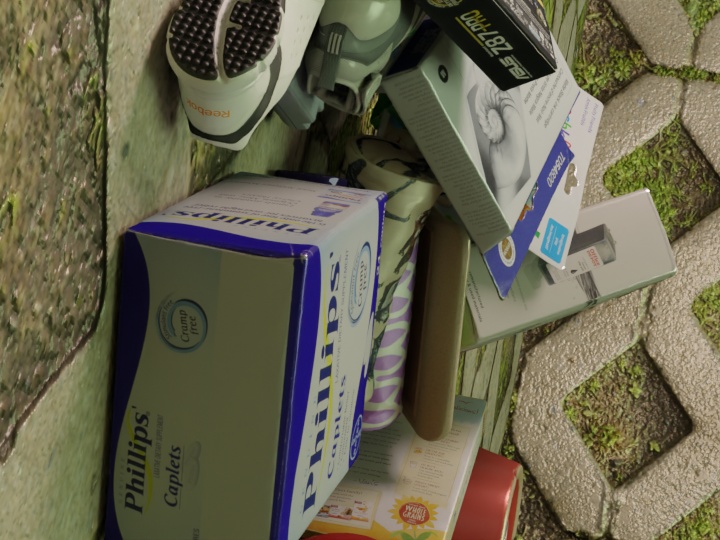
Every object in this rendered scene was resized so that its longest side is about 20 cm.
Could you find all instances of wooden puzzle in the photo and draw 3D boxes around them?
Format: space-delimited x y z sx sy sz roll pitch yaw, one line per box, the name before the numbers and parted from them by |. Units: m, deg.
wooden puzzle | 0.043 0.021 1.297 0.200 0.037 0.186 -136 -133 -62

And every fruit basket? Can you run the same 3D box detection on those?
fruit basket | 0.114 -0.124 1.261 0.094 0.199 0.186 -39 -154 53

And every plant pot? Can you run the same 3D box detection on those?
plant pot | 0.051 0.231 1.415 0.200 0.176 0.202 9 90 -78

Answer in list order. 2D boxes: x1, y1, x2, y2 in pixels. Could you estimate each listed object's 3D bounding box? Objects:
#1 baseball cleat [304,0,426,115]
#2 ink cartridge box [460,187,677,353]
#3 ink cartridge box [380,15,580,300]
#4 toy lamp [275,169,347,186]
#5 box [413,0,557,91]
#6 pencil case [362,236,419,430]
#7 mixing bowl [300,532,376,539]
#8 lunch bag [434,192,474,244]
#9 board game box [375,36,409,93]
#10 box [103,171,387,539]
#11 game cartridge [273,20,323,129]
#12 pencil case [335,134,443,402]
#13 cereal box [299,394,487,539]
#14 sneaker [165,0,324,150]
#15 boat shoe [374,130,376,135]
baseball cleat | 0.004 -0.164 1.013 0.200 0.069 0.107 -41 153 -65
ink cartridge box | 0.153 0.006 1.343 0.146 0.199 0.085 147 -74 -71
ink cartridge box | 0.107 -0.115 1.146 0.201 0.040 0.200 59 38 -26
toy lamp | -0.049 0.032 1.077 0.058 0.058 0.201 7 91 -78
box | 0.059 -0.230 0.998 0.200 0.049 0.162 32 46 -55
pencil case | 0.000 0.029 1.231 0.084 0.085 0.201 -70 165 -68
mixing bowl | -0.020 0.272 1.156 0.109 0.199 0.201 -113 -160 -53
lunch bag | 0.095 -0.063 1.449 0.083 0.160 0.200 67 18 -4
board game box | 0.023 -0.254 1.161 0.135 0.034 0.201 -88 180 -58
box | -0.062 0.051 0.903 0.200 0.104 0.185 -42 140 -71
game cartridge | -0.035 -0.205 0.997 0.133 0.041 0.201 60 40 -77
pencil case | 0.000 0.000 1.133 0.089 0.077 0.201 -16 128 -65
cereal box | 0.018 0.169 1.287 0.200 0.143 0.040 -63 159 -53
sneaker | -0.057 -0.153 0.877 0.080 0.073 0.201 95 18 -52
boat shoe | 0.061 -0.187 1.414 0.074 0.063 0.203 58 41 -69
